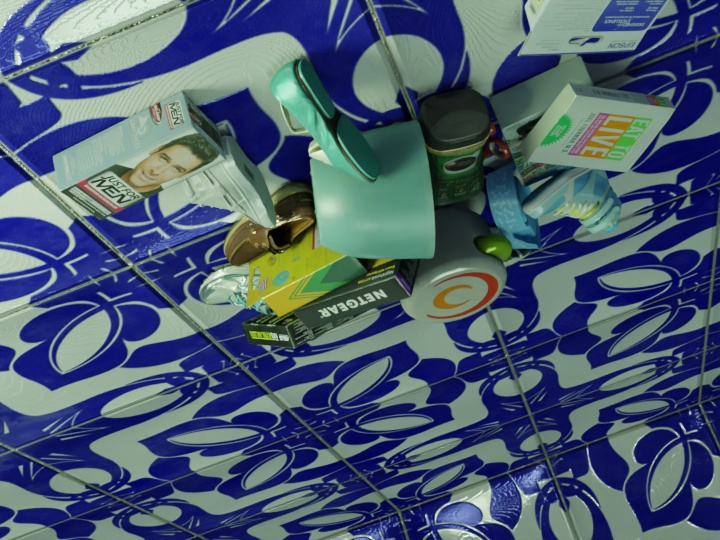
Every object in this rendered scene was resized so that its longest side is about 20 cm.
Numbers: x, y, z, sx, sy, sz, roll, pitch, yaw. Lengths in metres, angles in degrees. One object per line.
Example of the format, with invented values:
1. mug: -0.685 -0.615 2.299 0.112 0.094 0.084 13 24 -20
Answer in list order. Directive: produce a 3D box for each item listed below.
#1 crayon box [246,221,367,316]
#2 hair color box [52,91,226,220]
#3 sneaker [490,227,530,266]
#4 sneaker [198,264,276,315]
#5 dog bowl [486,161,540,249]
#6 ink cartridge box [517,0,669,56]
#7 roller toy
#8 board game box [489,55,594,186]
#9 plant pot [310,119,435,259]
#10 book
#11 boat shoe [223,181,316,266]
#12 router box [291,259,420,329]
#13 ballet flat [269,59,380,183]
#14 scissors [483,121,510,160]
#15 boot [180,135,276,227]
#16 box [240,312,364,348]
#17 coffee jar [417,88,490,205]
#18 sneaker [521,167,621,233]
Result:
1. crayon box: -0.084 -0.011 1.727 0.200 0.127 0.051 -26 127 21
2. hair color box: -0.290 -0.148 1.459 0.200 0.061 0.099 -25 153 11
3. sneaker: 0.226 -0.009 2.029 0.199 0.080 0.130 -24 154 13
4. sneaker: -0.172 0.034 1.840 0.200 0.086 0.078 -13 155 8
5. dog bowl: 0.255 -0.102 1.842 0.049 0.112 0.200 -12 156 18
6. ink cartridge box: 0.321 -0.366 1.449 0.197 0.047 0.200 -7 153 -24
7. roller toy: 0.138 -0.012 1.849 0.200 0.140 0.183 -9 147 -13
8. board game box: 0.290 -0.221 1.681 0.147 0.064 0.200 -23 154 10
9. plant pot: 0.012 -0.108 1.590 0.161 0.201 0.201 -6 153 -3
10. book: 0.349 -0.211 1.628 0.200 0.048 0.134 1 142 -32
11. boat shoe: -0.142 -0.058 1.715 0.072 0.068 0.200 11 141 -45
12. router box: 0.000 0.000 1.726 0.200 0.149 0.051 -20 126 31
13. ballet flat: -0.052 -0.189 1.463 0.070 0.067 0.200 -21 121 30
14. scissors: 0.187 -0.189 1.721 0.014 0.073 0.200 -41 180 -10
15. boot: -0.194 -0.117 1.584 0.095 0.074 0.200 -16 146 10
16. box: -0.077 0.070 1.871 0.200 0.048 0.193 -26 -167 -27
17. coffee jar: 0.135 -0.182 1.633 0.104 0.085 0.200 -14 154 -6
18. sneaker: 0.354 -0.102 1.795 0.200 0.131 0.080 -33 -179 -36
